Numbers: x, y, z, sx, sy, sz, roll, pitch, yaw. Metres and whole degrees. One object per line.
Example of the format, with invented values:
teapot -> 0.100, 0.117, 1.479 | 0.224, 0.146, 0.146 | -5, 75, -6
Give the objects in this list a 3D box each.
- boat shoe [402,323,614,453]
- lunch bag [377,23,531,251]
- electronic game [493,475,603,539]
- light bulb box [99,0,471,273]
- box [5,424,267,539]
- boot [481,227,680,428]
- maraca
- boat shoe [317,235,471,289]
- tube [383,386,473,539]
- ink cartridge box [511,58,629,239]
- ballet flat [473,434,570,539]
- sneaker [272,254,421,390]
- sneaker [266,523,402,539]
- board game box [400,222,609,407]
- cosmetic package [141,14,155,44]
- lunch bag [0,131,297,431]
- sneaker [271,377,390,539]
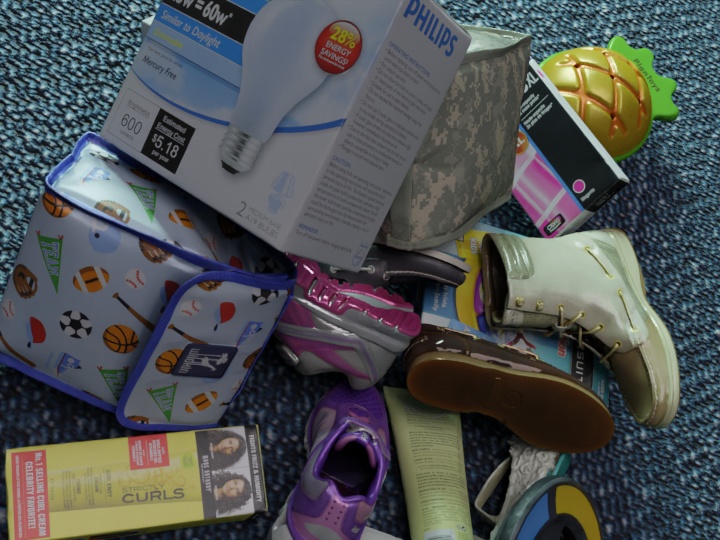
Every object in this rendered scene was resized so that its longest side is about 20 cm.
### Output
boat shoe -> 0.129, 0.096, 0.860 | 0.197, 0.071, 0.071 | 23, 26, -13
lunch bag -> 0.068, -0.125, 0.878 | 0.116, 0.167, 0.200 | 14, 24, 23
electronic game -> 0.153, 0.271, 0.808 | 0.198, 0.041, 0.205 | -3, 94, -52
light bulb box -> -0.056, -0.138, 0.742 | 0.196, 0.124, 0.203 | 30, 96, 26
box -> -0.176, 0.170, 0.779 | 0.196, 0.050, 0.077 | -2, 70, -20
boot -> 0.194, 0.051, 0.893 | 0.152, 0.072, 0.203 | 0, 59, -21
maraca -> 0.259, -0.183, 1.052 | 0.198, 0.107, 0.138 | -28, 79, -27
boat shoe -> 0.000, 0.000, 0.891 | 0.196, 0.073, 0.064 | 11, 85, 6
tube -> 0.065, 0.188, 0.850 | 0.058, 0.051, 0.203 | 44, 29, -43
ink cartridge box -> 0.172, -0.133, 0.989 | 0.037, 0.095, 0.202 | 6, 46, -54
ballet flat -> 0.124, 0.231, 0.863 | 0.071, 0.072, 0.202 | 33, 59, -4
sneaker -> -0.053, 0.040, 0.834 | 0.197, 0.089, 0.081 | 26, 21, 7
sneaker -> 0.017, 0.263, 0.803 | 0.201, 0.075, 0.088 | 49, 50, 6
board game box -> 0.145, 0.042, 0.951 | 0.196, 0.047, 0.154 | 15, 64, -13
cosmetic package -> -0.079, -0.196, 0.908 | 0.198, 0.052, 0.151 | 29, 45, 20
lunch bag -> -0.166, 0.023, 0.766 | 0.197, 0.171, 0.125 | 27, 29, -10
sneaker -> -0.008, 0.149, 0.797 | 0.079, 0.089, 0.201 | 23, 34, -2
